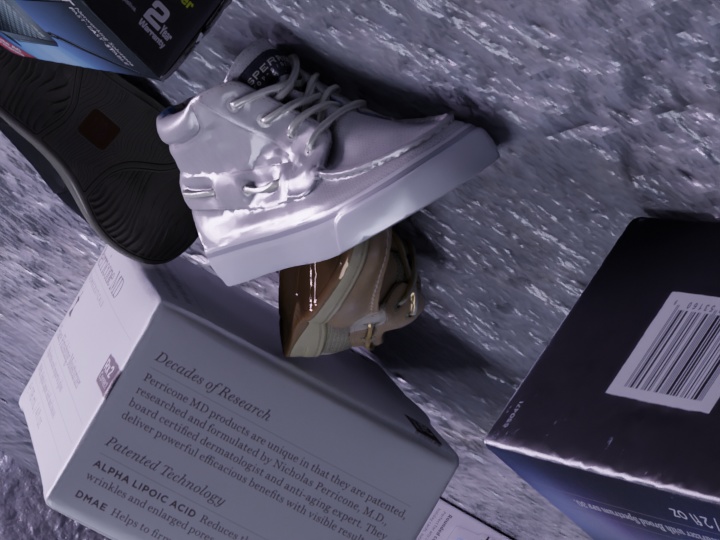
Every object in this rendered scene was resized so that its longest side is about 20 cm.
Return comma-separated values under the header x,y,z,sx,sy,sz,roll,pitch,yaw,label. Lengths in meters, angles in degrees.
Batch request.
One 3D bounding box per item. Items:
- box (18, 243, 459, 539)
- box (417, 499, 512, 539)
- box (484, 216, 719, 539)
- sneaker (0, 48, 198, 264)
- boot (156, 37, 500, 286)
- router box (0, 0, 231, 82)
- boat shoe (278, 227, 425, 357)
x,y,z,sx,sy,sz,roll,pitch,yaw,label
-0.075,0.091,1.374,0.200,0.131,0.199,29,-175,-17,box
0.041,0.244,1.696,0.200,0.156,0.041,26,165,33,box
0.190,0.090,0.909,0.198,0.123,0.200,41,166,-23,box
-0.161,-0.089,1.304,0.106,0.075,0.200,37,169,47,sneaker
-0.026,-0.057,1.053,0.200,0.073,0.096,-19,101,53,boot
-0.165,-0.171,1.028,0.200,0.062,0.150,45,162,-32,router box
0.000,0.000,1.208,0.065,0.072,0.200,1,163,-8,boat shoe
